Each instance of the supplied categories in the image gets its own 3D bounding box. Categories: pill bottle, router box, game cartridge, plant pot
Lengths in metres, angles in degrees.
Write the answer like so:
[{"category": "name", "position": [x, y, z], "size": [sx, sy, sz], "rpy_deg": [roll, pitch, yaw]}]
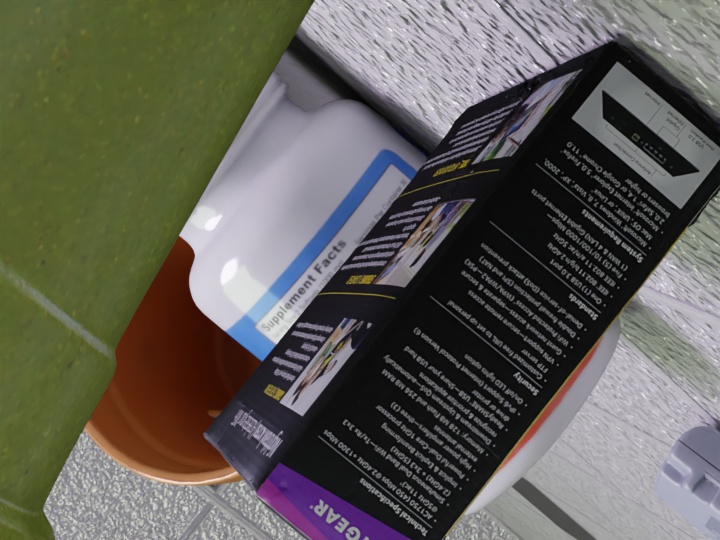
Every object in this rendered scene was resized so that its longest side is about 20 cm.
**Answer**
[{"category": "pill bottle", "position": [0.000, 0.000, 0.866], "size": [0.200, 0.112, 0.112], "rpy_deg": [40, 175, -4]}, {"category": "router box", "position": [0.023, 0.013, 0.619], "size": [0.051, 0.149, 0.200], "rpy_deg": [40, 175, -6]}, {"category": "game cartridge", "position": [0.229, 0.149, 0.990], "size": [0.200, 0.040, 0.133], "rpy_deg": [38, 171, 11]}, {"category": "plant pot", "position": [-0.065, 0.032, 1.254], "size": [0.200, 0.200, 0.140], "rpy_deg": [36, -170, 28]}, {"category": "plant pot", "position": [-0.093, -0.069, 0.485], "size": [0.200, 0.190, 0.200], "rpy_deg": [38, 175, 4]}]
